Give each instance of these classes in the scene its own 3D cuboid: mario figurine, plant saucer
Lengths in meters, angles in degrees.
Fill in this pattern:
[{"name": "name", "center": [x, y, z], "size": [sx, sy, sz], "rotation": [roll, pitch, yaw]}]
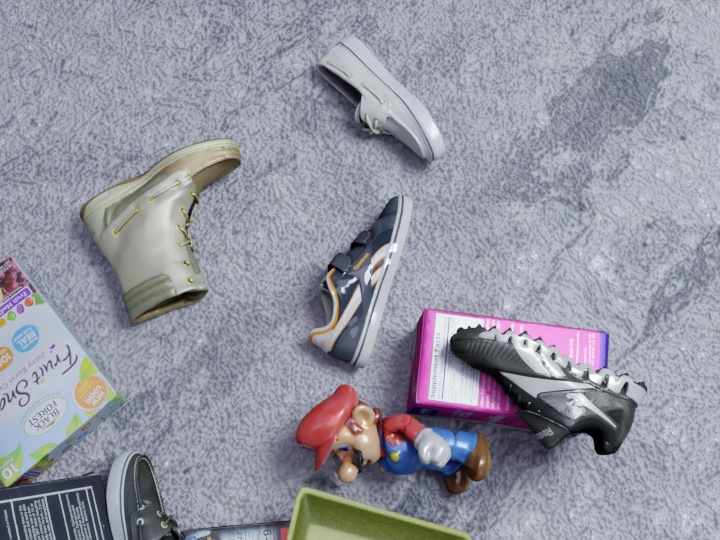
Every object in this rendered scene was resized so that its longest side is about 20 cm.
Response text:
[{"name": "mario figurine", "center": [0.027, 0.194, 0.802], "size": [0.196, 0.106, 0.126], "rotation": [15, 111, -11]}, {"name": "plant saucer", "center": [0.002, 0.339, 0.769], "size": [0.196, 0.048, 0.204], "rotation": [19, 66, -14]}]

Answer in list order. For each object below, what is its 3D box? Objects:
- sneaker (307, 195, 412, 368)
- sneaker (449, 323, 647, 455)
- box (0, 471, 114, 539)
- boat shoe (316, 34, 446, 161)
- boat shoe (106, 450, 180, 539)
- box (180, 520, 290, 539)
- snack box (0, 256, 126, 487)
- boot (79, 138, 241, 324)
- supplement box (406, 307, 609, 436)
[{"name": "sneaker", "center": [0.000, 0.000, 0.883], "size": [0.078, 0.079, 0.204], "rotation": [19, 74, -3]}, {"name": "sneaker", "center": [0.173, 0.118, 0.756], "size": [0.196, 0.067, 0.092], "rotation": [21, 73, 1]}, {"name": "box", "center": [-0.319, 0.304, 0.697], "size": [0.121, 0.198, 0.204], "rotation": [-25, 73, 19]}, {"name": "boat shoe", "center": [0.022, -0.198, 0.951], "size": [0.065, 0.072, 0.201], "rotation": [-37, 77, -8]}, {"name": "boat shoe", "center": [-0.204, 0.272, 0.777], "size": [0.056, 0.069, 0.204], "rotation": [-22, 60, 12]}, {"name": "box", "center": [-0.110, 0.360, 0.787], "size": [0.133, 0.040, 0.205], "rotation": [-4, 73, -5]}, {"name": "snack box", "center": [-0.369, 0.107, 0.846], "size": [0.142, 0.053, 0.201], "rotation": [-39, 79, -12]}, {"name": "boot", "center": [-0.200, -0.046, 0.892], "size": [0.197, 0.072, 0.157], "rotation": [-28, 75, -5]}, {"name": "supplement box", "center": [0.153, 0.111, 0.844], "size": [0.195, 0.101, 0.106], "rotation": [9, 74, 1]}]
